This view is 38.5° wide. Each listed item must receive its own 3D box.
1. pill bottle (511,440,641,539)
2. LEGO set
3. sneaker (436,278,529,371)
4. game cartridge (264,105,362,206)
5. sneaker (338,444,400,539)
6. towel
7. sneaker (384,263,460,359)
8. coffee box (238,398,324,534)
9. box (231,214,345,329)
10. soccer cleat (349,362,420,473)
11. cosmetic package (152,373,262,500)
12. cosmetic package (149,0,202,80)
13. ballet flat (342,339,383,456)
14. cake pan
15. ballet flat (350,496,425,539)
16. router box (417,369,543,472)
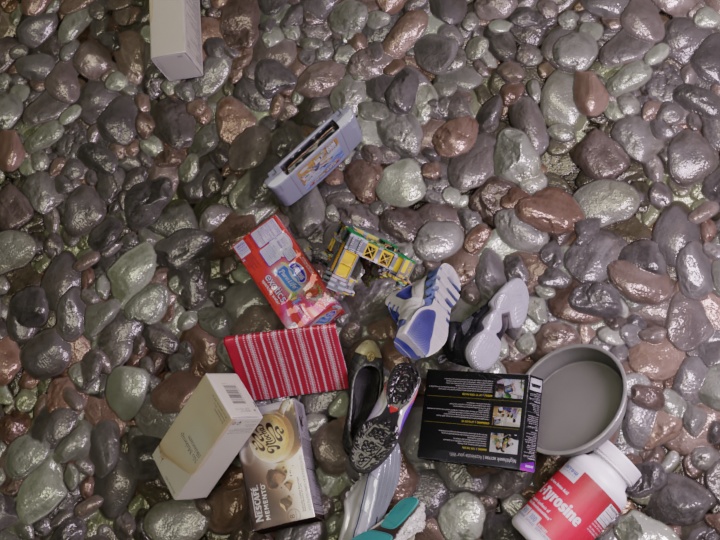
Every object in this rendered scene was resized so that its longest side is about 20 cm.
[{"bbox_3d":[0.343,0.364,1.622,0.200,0.112,0.112,-45,72,-4],"label":"pill bottle"},{"bbox_3d":[0.000,0.000,1.742,0.153,0.200,0.117,23,97,-23],"label":"LEGO set"},{"bbox_3d":[0.200,0.087,1.737,0.113,0.076,0.200,-5,37,45],"label":"sneaker"},{"bbox_3d":[-0.080,-0.199,1.836,0.200,0.133,0.042,-43,72,-2],"label":"game cartridge"},{"bbox_3d":[0.009,0.372,1.703,0.070,0.073,0.202,4,65,34],"label":"sneaker"},{"bbox_3d":[-0.125,0.156,1.760,0.198,0.146,0.023,-8,36,8],"label":"towel"},{"bbox_3d":[0.091,0.079,1.738,0.115,0.081,0.200,-23,25,38],"label":"sneaker"},{"bbox_3d":[-0.138,0.330,1.734,0.112,0.080,0.202,-14,73,7],"label":"coffee box"},{"bbox_3d":[-0.125,0.017,1.807,0.099,0.096,0.201,-36,72,0],"label":"box"},{"bbox_3d":[0.043,0.250,1.707,0.068,0.073,0.201,23,68,11],"label":"soccer cleat"},{"bbox_3d":[-0.257,0.277,1.719,0.201,0.073,0.104,-55,53,23],"label":"cosmetic package"},{"bbox_3d":[-0.353,-0.479,1.970,0.072,0.104,0.202,-7,73,9],"label":"cosmetic package"},{"bbox_3d":[0.010,0.218,1.743,0.066,0.057,0.202,10,80,-18],"label":"ballet flat"},{"bbox_3d":[0.339,0.212,1.654,0.199,0.037,0.202,-24,42,24],"label":"cake pan"},{"bbox_3d":[0.043,0.432,1.632,0.072,0.072,0.199,45,43,17],"label":"ballet flat"},{"bbox_3d":[0.191,0.240,1.669,0.199,0.051,0.151,-1,76,39],"label":"router box"}]
